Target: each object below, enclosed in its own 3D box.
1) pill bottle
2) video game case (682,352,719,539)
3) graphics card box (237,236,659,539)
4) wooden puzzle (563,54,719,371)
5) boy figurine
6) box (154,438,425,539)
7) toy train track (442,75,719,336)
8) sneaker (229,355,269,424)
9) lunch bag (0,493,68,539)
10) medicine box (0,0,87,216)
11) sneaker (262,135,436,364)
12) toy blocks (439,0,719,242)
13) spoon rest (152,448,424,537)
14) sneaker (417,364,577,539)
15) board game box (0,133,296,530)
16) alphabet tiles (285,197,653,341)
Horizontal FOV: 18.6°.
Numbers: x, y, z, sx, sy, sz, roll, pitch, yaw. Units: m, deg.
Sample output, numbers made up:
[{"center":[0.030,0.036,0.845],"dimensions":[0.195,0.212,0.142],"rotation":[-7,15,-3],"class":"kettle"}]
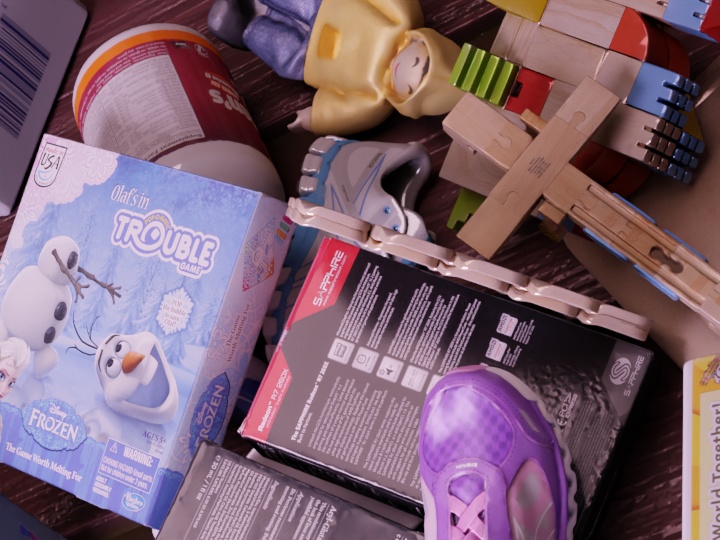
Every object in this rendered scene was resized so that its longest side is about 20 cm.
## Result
[{"center":[-0.112,-0.060,1.418],"dimensions":[0.109,0.110,0.200],"rotation":[-37,46,11],"class":"pill bottle"},{"center":[0.236,0.114,1.031],"dimensions":[0.181,0.023,0.201],"rotation":[-15,53,30],"class":"video game case"},{"center":[0.049,0.073,1.197],"dimensions":[0.199,0.051,0.126],"rotation":[18,75,19],"class":"graphics card box"},{"center":[0.223,-0.041,1.207],"dimensions":[0.200,0.037,0.185],"rotation":[-48,44,8],"class":"wooden puzzle"},{"center":[-0.008,-0.140,1.415],"dimensions":[0.200,0.064,0.125],"rotation":[30,99,36],"class":"boy figurine"},{"center":[-0.059,0.214,1.179],"dimensions":[0.140,0.079,0.201],"rotation":[22,76,16],"class":"box"},{"center":[0.128,-0.025,1.170],"dimensions":[0.200,0.033,0.115],"rotation":[37,79,17],"class":"toy train track"},{"center":[-0.131,0.093,1.363],"dimensions":[0.199,0.080,0.116],"rotation":[7,70,47],"class":"sneaker"},{"center":[-0.295,0.208,1.336],"dimensions":[0.199,0.170,0.122],"rotation":[-28,41,20],"class":"lunch bag"},{"center":[-0.330,-0.140,1.642],"dimensions":[0.199,0.103,0.183],"rotation":[-1,61,37],"class":"medicine box"},{"center":[0.000,0.000,1.323],"dimensions":[0.086,0.075,0.201],"rotation":[-6,59,28],"class":"sneaker"},{"center":[0.135,-0.095,1.233],"dimensions":[0.136,0.100,0.201],"rotation":[25,93,38],"class":"toy blocks"},{"center":[-0.040,0.129,1.264],"dimensions":[0.199,0.061,0.100],"rotation":[-29,82,23],"class":"spoon rest"},{"center":[0.062,0.149,1.102],"dimensions":[0.080,0.088,0.202],"rotation":[-5,92,22],"class":"sneaker"},{"center":[-0.146,0.033,1.308],"dimensions":[0.199,0.043,0.200],"rotation":[16,85,42],"class":"board game box"},{"center":[0.056,-0.001,1.188],"dimensions":[0.196,0.199,0.015],"rotation":[-157,86,-83],"class":"alphabet tiles"}]
